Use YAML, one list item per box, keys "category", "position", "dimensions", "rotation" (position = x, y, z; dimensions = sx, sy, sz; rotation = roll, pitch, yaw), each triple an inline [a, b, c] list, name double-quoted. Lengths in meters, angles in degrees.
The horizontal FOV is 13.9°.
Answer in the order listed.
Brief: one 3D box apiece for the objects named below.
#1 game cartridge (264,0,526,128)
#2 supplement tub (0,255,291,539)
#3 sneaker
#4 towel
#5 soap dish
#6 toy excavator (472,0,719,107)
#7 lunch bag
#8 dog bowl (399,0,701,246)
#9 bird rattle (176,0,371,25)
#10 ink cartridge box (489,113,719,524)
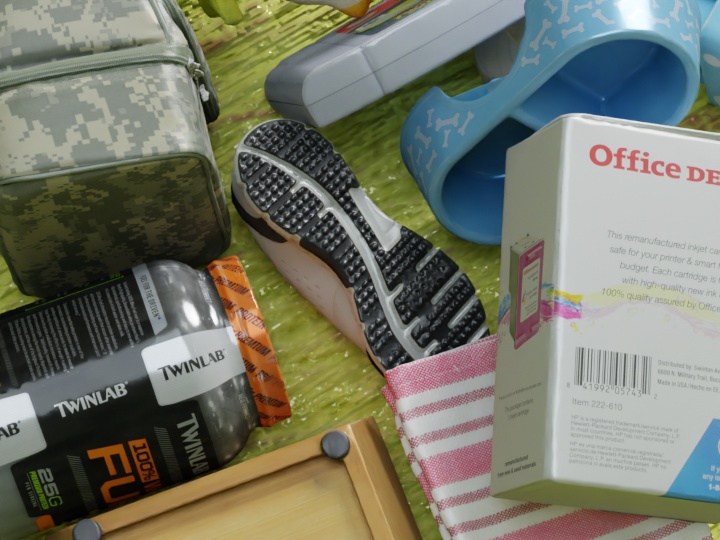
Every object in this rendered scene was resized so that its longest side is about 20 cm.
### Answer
- category: "game cartridge"
  position: [0.043, -0.145, 1.706]
  dimensions: [0.199, 0.133, 0.041]
  rotation: [-31, 105, -9]
- category: "supplement tub"
  position: [-0.146, 0.069, 1.636]
  dimensions: [0.199, 0.123, 0.123]
  rotation: [-20, 70, -4]
- category: "sneaker"
  position: [0.000, 0.000, 1.690]
  dimensions: [0.074, 0.080, 0.200]
  rotation: [-39, 90, -18]
- category: "towel"
  position: [0.112, 0.124, 1.631]
  dimensions: [0.146, 0.030, 0.201]
  rotation: [-18, 74, -19]
- category: "soap dish"
  position: [-0.059, 0.178, 1.614]
  dimensions: [0.199, 0.081, 0.158]
  rotation: [-20, 70, -4]
- category: "toy excavator"
  position: [0.191, -0.150, 1.733]
  dimensions: [0.199, 0.100, 0.195]
  rotation: [26, 73, 26]
- category: "lunch bag"
  position: [-0.152, -0.098, 1.658]
  dimensions: [0.138, 0.200, 0.169]
  rotation: [-13, 70, -1]
- category: "dog bowl"
  position: [0.110, -0.087, 1.654]
  dimensions: [0.200, 0.111, 0.050]
  rotation: [-41, 39, 29]
- category: "bird rattle"
  position: [-0.042, -0.234, 1.726]
  dimensions: [0.162, 0.113, 0.201]
  rotation: [22, 100, -1]
- category: "ink cartridge box"
  position: [0.154, 0.027, 1.599]
  dimensions: [0.144, 0.085, 0.201]
  rotation: [8, 77, -19]
